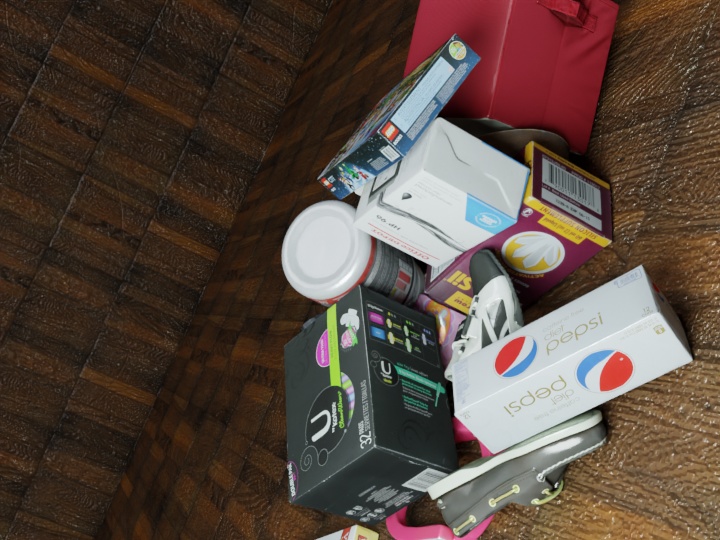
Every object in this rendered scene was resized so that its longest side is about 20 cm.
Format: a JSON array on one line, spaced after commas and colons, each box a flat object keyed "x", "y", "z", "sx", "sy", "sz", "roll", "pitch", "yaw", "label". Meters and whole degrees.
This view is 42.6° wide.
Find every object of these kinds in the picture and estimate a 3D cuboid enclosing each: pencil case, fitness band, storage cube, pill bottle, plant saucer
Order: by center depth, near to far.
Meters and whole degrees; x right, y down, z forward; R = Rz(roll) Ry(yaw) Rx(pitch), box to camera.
[{"x": 0.093, "y": 0.232, "z": 1.008, "sx": 0.200, "sy": 0.037, "sz": 0.145, "roll": -30, "pitch": 36, "yaw": 59, "label": "fitness band"}, {"x": 0.149, "y": -0.097, "z": 1.069, "sx": 0.200, "sy": 0.198, "sz": 0.032, "roll": -42, "pitch": 53, "yaw": 50, "label": "plant saucer"}, {"x": 0.171, "y": -0.245, "z": 1.091, "sx": 0.199, "sy": 0.169, "sz": 0.182, "roll": 15, "pitch": 92, "yaw": 53, "label": "storage cube"}, {"x": 0.000, "y": 0.000, "z": 1.119, "sx": 0.114, "sy": 0.200, "sz": 0.117, "roll": -9, "pitch": 70, "yaw": 26, "label": "pill bottle"}, {"x": 0.068, "y": 0.130, "z": 1.140, "sx": 0.202, "sy": 0.087, "sz": 0.087, "roll": -65, "pitch": 18, "yaw": 1, "label": "pencil case"}]

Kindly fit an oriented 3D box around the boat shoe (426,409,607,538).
[{"x": 0.151, "y": 0.190, "z": 0.857, "sx": 0.201, "sy": 0.071, "sz": 0.061, "roll": -35, "pitch": 76, "yaw": 36, "label": "boat shoe"}]

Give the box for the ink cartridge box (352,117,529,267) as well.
[{"x": 0.071, "y": -0.069, "z": 0.978, "sx": 0.200, "sy": 0.115, "sz": 0.069, "roll": -33, "pitch": 35, "yaw": 59, "label": "ink cartridge box"}]

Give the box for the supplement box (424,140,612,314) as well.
[{"x": 0.169, "y": -0.033, "z": 1.020, "sx": 0.200, "sy": 0.109, "sz": 0.086, "roll": -46, "pitch": 26, "yaw": 46, "label": "supplement box"}]

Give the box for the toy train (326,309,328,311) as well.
[{"x": -0.016, "y": 0.112, "z": 1.457, "sx": 0.150, "sy": 0.055, "sz": 0.202, "roll": -37, "pitch": 35, "yaw": 53, "label": "toy train"}]

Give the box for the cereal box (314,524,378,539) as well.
[{"x": -0.052, "y": 0.411, "z": 1.164, "sx": 0.200, "sy": 0.039, "sz": 0.145, "roll": -41, "pitch": 29, "yaw": 52, "label": "cereal box"}]

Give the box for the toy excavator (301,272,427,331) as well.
[{"x": 0.034, "y": 0.061, "z": 1.254, "sx": 0.101, "sy": 0.193, "sz": 0.200, "roll": 62, "pitch": 155, "yaw": 14, "label": "toy excavator"}]

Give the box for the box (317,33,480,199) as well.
[{"x": 0.035, "y": -0.156, "z": 0.977, "sx": 0.137, "sy": 0.038, "sz": 0.200, "roll": -54, "pitch": 11, "yaw": -18, "label": "box"}]

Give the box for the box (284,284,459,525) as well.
[{"x": 0.006, "y": 0.149, "z": 1.021, "sx": 0.148, "sy": 0.123, "sz": 0.202, "roll": -40, "pitch": 41, "yaw": 34, "label": "box"}]

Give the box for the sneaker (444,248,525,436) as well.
[{"x": 0.122, "y": 0.072, "z": 0.927, "sx": 0.074, "sy": 0.087, "sz": 0.202, "roll": 79, "pitch": 180, "yaw": -62, "label": "sneaker"}]

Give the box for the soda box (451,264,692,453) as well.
[{"x": 0.178, "y": 0.080, "z": 0.804, "sx": 0.199, "sy": 0.068, "sz": 0.064, "roll": -31, "pitch": 31, "yaw": 24, "label": "soda box"}]
